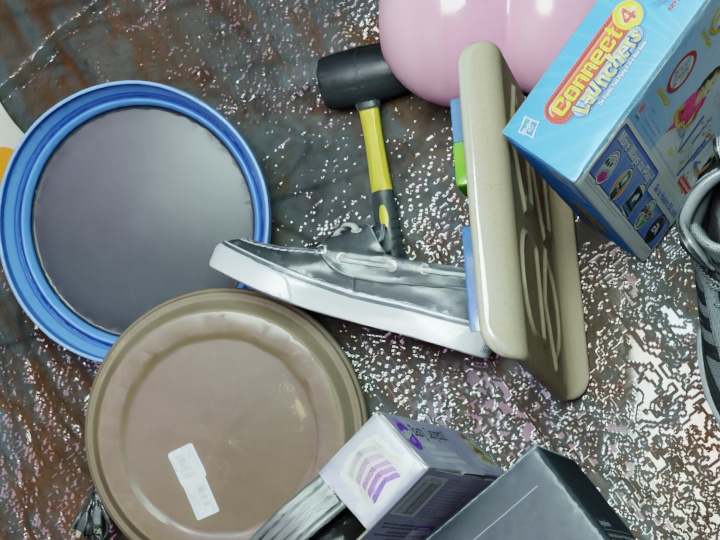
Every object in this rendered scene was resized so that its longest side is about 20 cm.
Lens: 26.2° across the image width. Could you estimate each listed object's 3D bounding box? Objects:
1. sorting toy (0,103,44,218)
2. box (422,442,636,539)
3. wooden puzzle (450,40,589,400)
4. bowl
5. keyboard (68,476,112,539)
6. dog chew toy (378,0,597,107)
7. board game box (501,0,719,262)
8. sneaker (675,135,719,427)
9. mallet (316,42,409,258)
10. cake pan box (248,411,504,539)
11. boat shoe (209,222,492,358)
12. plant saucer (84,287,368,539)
[{"bbox_3d":[-0.344,-0.080,1.203,0.199,0.107,0.181,-27,51,13],"label":"sorting toy"},{"bbox_3d":[0.122,0.233,0.937,0.148,0.107,0.201,-40,69,9],"label":"box"},{"bbox_3d":[0.092,-0.022,0.952,0.046,0.200,0.187,-9,75,19],"label":"wooden puzzle"},{"bbox_3d":[-0.159,-0.034,1.106,0.198,0.039,0.203,0,94,6],"label":"bowl"},{"bbox_3d":[-0.133,0.139,1.078,0.126,0.021,0.202,9,89,4],"label":"keyboard"},{"bbox_3d":[0.115,-0.169,1.024,0.198,0.125,0.126,3,80,14],"label":"dog chew toy"},{"bbox_3d":[0.189,-0.120,0.938,0.056,0.200,0.197,37,92,25],"label":"board game box"},{"bbox_3d":[0.232,0.018,0.938,0.075,0.114,0.202,-10,75,19],"label":"sneaker"},{"bbox_3d":[0.023,-0.065,1.081,0.065,0.041,0.202,-19,77,14],"label":"mallet"},{"bbox_3d":[-0.008,0.172,0.950,0.052,0.200,0.184,45,98,20],"label":"cake pan box"},{"bbox_3d":[0.000,0.000,1.029,0.198,0.072,0.068,16,90,10],"label":"boat shoe"},{"bbox_3d":[-0.093,0.112,1.053,0.198,0.029,0.202,0,90,3],"label":"plant saucer"}]
